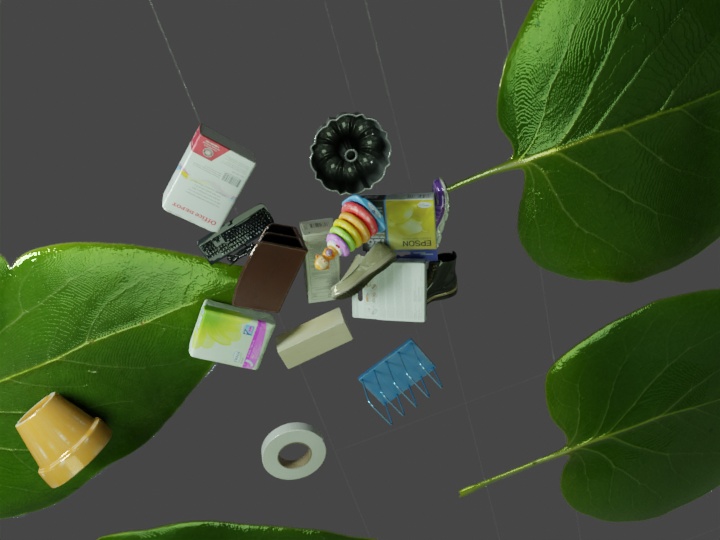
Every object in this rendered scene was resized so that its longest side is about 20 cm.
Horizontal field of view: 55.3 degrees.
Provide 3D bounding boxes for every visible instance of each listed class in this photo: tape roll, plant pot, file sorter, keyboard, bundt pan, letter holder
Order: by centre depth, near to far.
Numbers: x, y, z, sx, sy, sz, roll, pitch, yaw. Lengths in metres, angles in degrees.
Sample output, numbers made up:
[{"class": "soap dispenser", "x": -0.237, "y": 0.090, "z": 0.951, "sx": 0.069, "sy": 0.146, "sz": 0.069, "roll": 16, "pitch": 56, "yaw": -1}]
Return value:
[{"class": "bundt pan", "x": -0.029, "y": -0.287, "z": 1.639, "sx": 0.199, "sy": 0.076, "sz": 0.204, "roll": -6, "pitch": 121, "yaw": -11}, {"class": "letter holder", "x": -0.242, "y": -0.009, "z": 1.704, "sx": 0.141, "sy": 0.101, "sz": 0.202, "roll": 8, "pitch": 123, "yaw": -33}, {"class": "keyboard", "x": -0.301, "y": -0.076, "z": 1.715, "sx": 0.198, "sy": 0.040, "sz": 0.105, "roll": -30, "pitch": 121, "yaw": 5}, {"class": "plant pot", "x": -0.792, "y": 0.429, "z": 1.807, "sx": 0.199, "sy": 0.200, "sz": 0.184, "roll": -35, "pitch": 105, "yaw": 8}, {"class": "file sorter", "x": 0.119, "y": 0.329, "z": 1.998, "sx": 0.199, "sy": 0.123, "sz": 0.139, "roll": -37, "pitch": 120, "yaw": 9}, {"class": "tape roll", "x": -0.202, "y": 0.552, "z": 2.096, "sx": 0.200, "sy": 0.037, "sz": 0.205, "roll": -6, "pitch": 120, "yaw": -10}]

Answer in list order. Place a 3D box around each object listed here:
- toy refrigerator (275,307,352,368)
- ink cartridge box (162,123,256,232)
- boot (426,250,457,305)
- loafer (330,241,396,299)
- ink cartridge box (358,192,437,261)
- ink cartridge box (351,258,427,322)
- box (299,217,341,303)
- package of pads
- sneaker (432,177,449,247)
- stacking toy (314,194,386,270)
[{"class": "toy refrigerator", "x": -0.129, "y": 0.184, "z": 1.889, "sx": 0.198, "sy": 0.070, "sz": 0.076, "roll": -25, "pitch": 129, "yaw": 2}, {"class": "ink cartridge box", "x": -0.353, "y": -0.213, "z": 1.598, "sx": 0.146, "sy": 0.086, "sz": 0.201, "roll": 26, "pitch": 112, "yaw": -26}, {"class": "boot", "x": 0.170, "y": 0.025, "z": 1.854, "sx": 0.198, "sy": 0.078, "sz": 0.140, "roll": -22, "pitch": 136, "yaw": -16}, {"class": "loafer", "x": 0.000, "y": 0.000, "z": 1.753, "sx": 0.199, "sy": 0.069, "sz": 0.076, "roll": -36, "pitch": 163, "yaw": -4}, {"class": "ink cartridge box", "x": 0.097, "y": -0.100, "z": 1.761, "sx": 0.194, "sy": 0.047, "sz": 0.203, "roll": -1, "pitch": 119, "yaw": 10}, {"class": "ink cartridge box", "x": 0.077, "y": 0.050, "z": 1.817, "sx": 0.197, "sy": 0.047, "sz": 0.163, "roll": 3, "pitch": 107, "yaw": 13}, {"class": "box", "x": -0.101, "y": -0.024, "z": 1.769, "sx": 0.093, "sy": 0.078, "sz": 0.203, "roll": -7, "pitch": 120, "yaw": -10}, {"class": "package of pads", "x": -0.343, "y": 0.174, "z": 1.830, "sx": 0.197, "sy": 0.068, "sz": 0.156, "roll": 16, "pitch": 113, "yaw": -20}, {"class": "sneaker", "x": 0.179, "y": -0.142, "z": 1.774, "sx": 0.082, "sy": 0.081, "sz": 0.203, "roll": 6, "pitch": 118, "yaw": -9}, {"class": "stacking toy", "x": -0.042, "y": -0.077, "z": 1.652, "sx": 0.116, "sy": 0.109, "sz": 0.200, "roll": 47, "pitch": 68, "yaw": -12}]
